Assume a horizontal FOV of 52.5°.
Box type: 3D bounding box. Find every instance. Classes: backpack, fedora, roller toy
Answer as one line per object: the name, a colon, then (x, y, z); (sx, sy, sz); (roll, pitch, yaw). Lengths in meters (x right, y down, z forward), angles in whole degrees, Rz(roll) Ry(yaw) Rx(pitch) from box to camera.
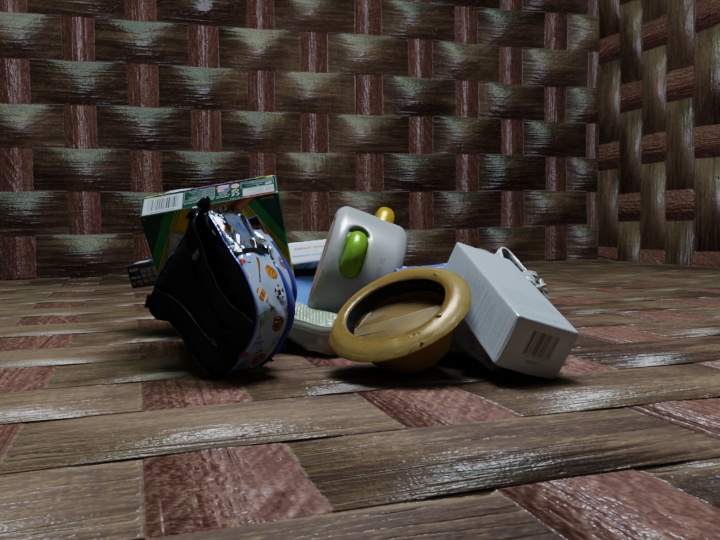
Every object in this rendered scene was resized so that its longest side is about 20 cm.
backpack: (-0.175, 0.039, 0.978); (0.152, 0.192, 0.201); (-1, -42, -44)
fedora: (0.058, 0.077, 0.958); (0.196, 0.083, 0.202); (-18, 29, 10)
roller toy: (0.000, 0.000, 1.211); (0.136, 0.186, 0.201); (19, 28, -6)

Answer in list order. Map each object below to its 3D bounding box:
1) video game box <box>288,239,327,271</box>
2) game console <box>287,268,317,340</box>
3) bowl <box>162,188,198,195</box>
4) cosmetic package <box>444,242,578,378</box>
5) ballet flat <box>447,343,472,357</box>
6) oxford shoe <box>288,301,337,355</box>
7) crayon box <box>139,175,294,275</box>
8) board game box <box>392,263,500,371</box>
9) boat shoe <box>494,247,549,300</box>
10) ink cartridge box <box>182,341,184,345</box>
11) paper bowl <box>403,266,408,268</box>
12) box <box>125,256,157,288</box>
video game box: (-0.141, -0.002, 1.399); (0.178, 0.048, 0.200); (-10, -14, -28)
game console: (-0.060, 0.060, 1.281); (0.196, 0.175, 0.118); (-3, -22, -39)
bowl: (-0.231, -0.025, 1.163); (0.194, 0.204, 0.075); (0, 34, -10)
cosmetic package: (0.187, 0.048, 0.961); (0.099, 0.075, 0.201); (17, 21, -23)
ballet flat: (0.096, 0.093, 1.089); (0.195, 0.066, 0.075); (1, 4, 23)
oxford shoe: (-0.095, 0.089, 1.144); (0.074, 0.059, 0.197); (-23, 25, -40)
crayon box: (-0.205, -0.036, 1.078); (0.194, 0.176, 0.059); (-10, 36, -4)
board game box: (0.166, 0.059, 1.076); (0.198, 0.044, 0.198); (37, 23, 27)
boat shoe: (0.241, 0.033, 1.066); (0.070, 0.067, 0.201); (17, 23, -22)
ink cartridge box: (-0.207, 0.092, 1.129); (0.113, 0.070, 0.199); (-2, 4, -22)
paper bowl: (0.008, 0.042, 1.524); (0.195, 0.108, 0.201); (3, 1, 0)
box: (-0.313, -0.019, 1.346); (0.197, 0.047, 0.158); (-7, 14, 43)
